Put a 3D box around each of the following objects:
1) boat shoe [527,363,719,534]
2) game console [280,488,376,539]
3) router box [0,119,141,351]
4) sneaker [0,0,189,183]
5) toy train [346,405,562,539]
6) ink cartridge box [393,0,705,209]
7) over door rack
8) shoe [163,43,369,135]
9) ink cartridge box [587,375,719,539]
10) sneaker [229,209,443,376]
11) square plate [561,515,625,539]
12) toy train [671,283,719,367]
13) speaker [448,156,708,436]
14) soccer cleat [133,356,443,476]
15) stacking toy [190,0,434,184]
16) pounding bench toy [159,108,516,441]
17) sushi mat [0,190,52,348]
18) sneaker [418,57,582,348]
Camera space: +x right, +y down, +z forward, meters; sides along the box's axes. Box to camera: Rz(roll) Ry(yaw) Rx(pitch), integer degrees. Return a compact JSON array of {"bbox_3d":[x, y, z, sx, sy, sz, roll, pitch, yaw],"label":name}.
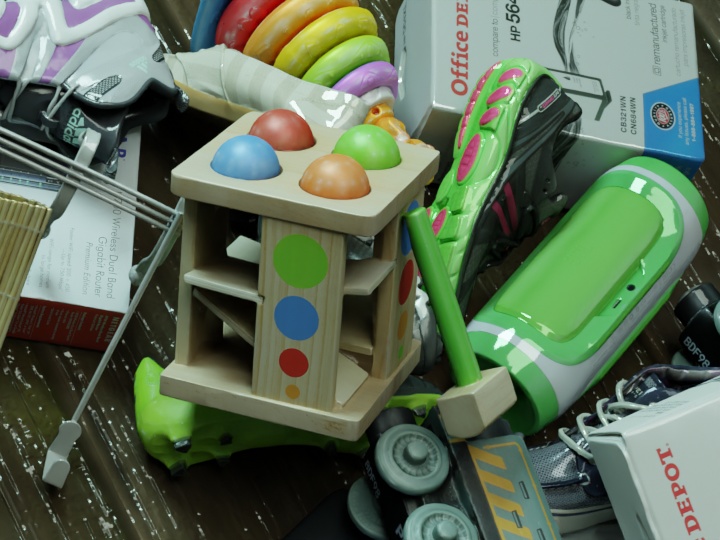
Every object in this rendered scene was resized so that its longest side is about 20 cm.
[{"bbox_3d":[0.152,0.106,1.553,0.199,0.093,0.075,-3,28,-26],"label":"boat shoe"},{"bbox_3d":[0.009,0.240,1.445,0.200,0.031,0.177,39,60,15],"label":"game console"},{"bbox_3d":[-0.232,-0.058,1.564,0.178,0.049,0.201,9,55,-14],"label":"router box"},{"bbox_3d":[-0.197,-0.106,1.529,0.199,0.078,0.140,-19,65,-29],"label":"sneaker"},{"bbox_3d":[0.069,0.166,1.451,0.113,0.085,0.201,-6,57,-25],"label":"toy train"},{"bbox_3d":[0.129,-0.127,1.718,0.199,0.084,0.147,10,55,-14],"label":"ink cartridge box"},{"bbox_3d":[-0.202,0.005,1.468,0.147,0.201,0.067,25,7,-12],"label":"over door rack"},{"bbox_3d":[-0.068,-0.109,1.599,0.199,0.070,0.054,26,82,44],"label":"shoe"},{"bbox_3d":[0.256,0.129,1.496,0.199,0.084,0.146,-22,91,-12],"label":"ink cartridge box"},{"bbox_3d":[-0.026,0.001,1.588,0.090,0.067,0.200,-23,58,-23],"label":"sneaker"},{"bbox_3d":[0.150,0.231,1.522,0.197,0.028,0.201,2,57,-19],"label":"square plate"},{"bbox_3d":[0.293,0.084,1.634,0.114,0.085,0.200,-20,64,-42],"label":"toy train"},{"bbox_3d":[0.145,0.015,1.617,0.088,0.089,0.200,39,61,8],"label":"speaker"},{"bbox_3d":[-0.044,0.076,1.535,0.199,0.068,0.081,-4,54,-19],"label":"soccer cleat"},{"bbox_3d":[-0.014,-0.128,1.647,0.116,0.110,0.200,-27,67,-29],"label":"stacking toy"},{"bbox_3d":[0.000,0.000,1.442,0.199,0.157,0.124,13,24,16],"label":"pounding bench toy"},{"bbox_3d":[-0.256,0.041,1.426,0.095,0.201,0.012,20,9,-14],"label":"sushi mat"},{"bbox_3d":[0.089,-0.036,1.606,0.083,0.077,0.201,24,90,-22],"label":"sneaker"}]
